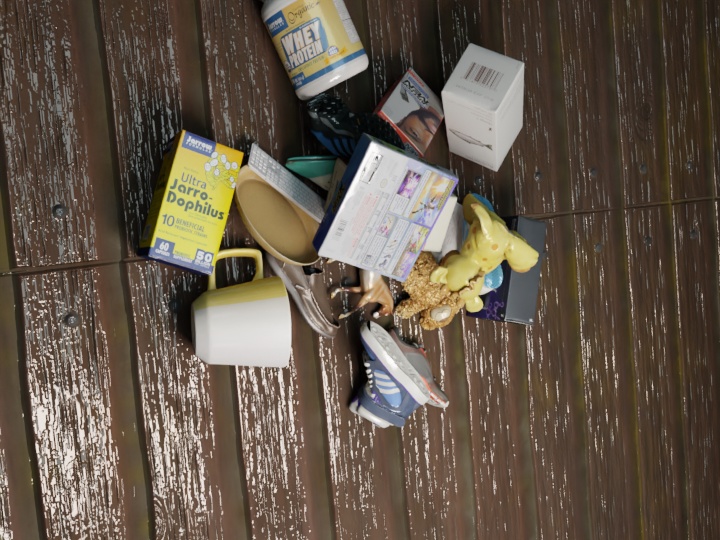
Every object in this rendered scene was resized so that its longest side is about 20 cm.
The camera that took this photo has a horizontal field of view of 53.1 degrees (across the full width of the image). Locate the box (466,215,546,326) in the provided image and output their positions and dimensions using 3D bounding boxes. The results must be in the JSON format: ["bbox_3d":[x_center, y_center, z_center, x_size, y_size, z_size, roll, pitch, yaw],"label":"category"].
[{"bbox_3d":[0.291,0.000,1.446,0.077,0.140,0.206,10,86,-27],"label":"box"}]

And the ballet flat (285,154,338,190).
[{"bbox_3d":[-0.040,-0.183,1.313,0.195,0.067,0.073,-14,103,-26],"label":"ballet flat"}]

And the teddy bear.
[{"bbox_3d":[0.126,0.029,1.386,0.142,0.066,0.205,-23,110,-24],"label":"teddy bear"}]

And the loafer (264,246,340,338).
[{"bbox_3d":[-0.090,0.032,1.275,0.070,0.073,0.202,-33,107,4],"label":"loafer"}]

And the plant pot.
[{"bbox_3d":[-0.142,-0.090,1.224,0.199,0.027,0.203,38,32,-28],"label":"plant pot"}]

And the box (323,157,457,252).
[{"bbox_3d":[0.051,-0.117,1.280,0.195,0.128,0.111,4,116,-27],"label":"box"}]

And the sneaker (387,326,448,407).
[{"bbox_3d":[0.114,0.186,1.396,0.200,0.076,0.083,46,65,-21],"label":"sneaker"}]

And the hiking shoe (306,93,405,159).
[{"bbox_3d":[-0.005,-0.223,1.227,0.198,0.088,0.074,36,59,18],"label":"hiking shoe"}]

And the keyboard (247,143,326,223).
[{"bbox_3d":[-0.120,-0.147,1.275,0.199,0.011,0.057,37,43,-31],"label":"keyboard"}]

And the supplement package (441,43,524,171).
[{"bbox_3d":[0.235,-0.305,1.368,0.115,0.201,0.119,26,75,21],"label":"supplement package"}]

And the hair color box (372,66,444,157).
[{"bbox_3d":[0.084,-0.278,1.316,0.111,0.064,0.202,43,40,-13],"label":"hair color box"}]

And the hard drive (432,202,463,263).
[{"bbox_3d":[0.134,-0.093,1.427,0.197,0.027,0.135,28,79,-26],"label":"hard drive"}]

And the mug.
[{"bbox_3d":[-0.207,0.078,1.210,0.149,0.189,0.152,-4,135,-18],"label":"mug"}]

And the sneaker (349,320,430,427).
[{"bbox_3d":[0.020,0.204,1.317,0.145,0.081,0.201,-34,112,16],"label":"sneaker"}]

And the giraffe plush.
[{"bbox_3d":[0.208,-0.018,1.290,0.172,0.200,0.163,40,102,2],"label":"giraffe plush"}]

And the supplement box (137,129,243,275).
[{"bbox_3d":[-0.276,-0.106,1.167,0.107,0.109,0.206,16,83,-26],"label":"supplement box"}]

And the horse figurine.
[{"bbox_3d":[0.000,0.000,1.345,0.129,0.050,0.206,-12,96,-26],"label":"horse figurine"}]

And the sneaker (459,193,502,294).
[{"bbox_3d":[0.225,-0.053,1.423,0.075,0.081,0.206,8,68,-25],"label":"sneaker"}]

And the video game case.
[{"bbox_3d":[0.040,-0.097,1.178,0.178,0.046,0.203,17,111,-30],"label":"video game case"}]

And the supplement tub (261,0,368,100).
[{"bbox_3d":[-0.085,-0.415,1.241,0.143,0.144,0.204,-32,104,-23],"label":"supplement tub"}]
